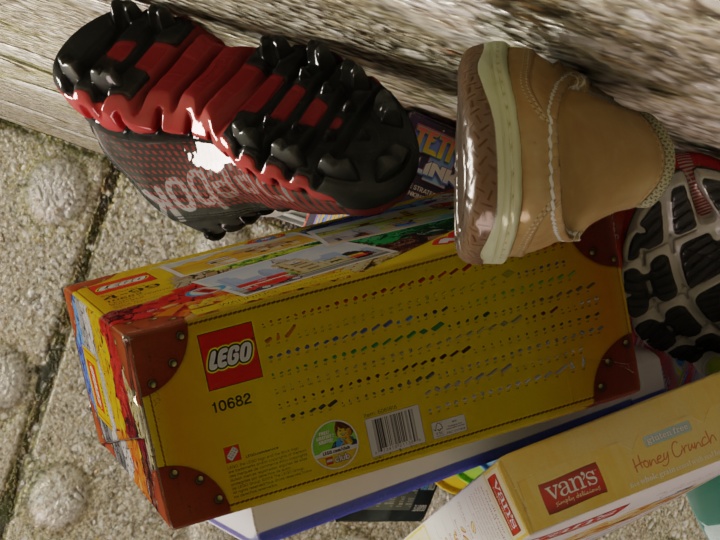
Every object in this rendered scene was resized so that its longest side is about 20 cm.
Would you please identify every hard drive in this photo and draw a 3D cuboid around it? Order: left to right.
[{"bbox_3d":[0.016,0.067,0.759,0.199,0.026,0.132,-16,-169,-25],"label":"hard drive"}]

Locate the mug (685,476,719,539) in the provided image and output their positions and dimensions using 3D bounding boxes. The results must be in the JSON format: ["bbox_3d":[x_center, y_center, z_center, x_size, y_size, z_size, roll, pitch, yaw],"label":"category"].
[{"bbox_3d":[0.284,0.094,1.090,0.114,0.187,0.151,-22,160,39],"label":"mug"}]

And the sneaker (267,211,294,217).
[{"bbox_3d":[-0.055,-0.070,0.925,0.084,0.073,0.200,-5,-159,-27],"label":"sneaker"}]

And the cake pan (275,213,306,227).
[{"bbox_3d":[-0.057,-0.068,1.988,0.199,0.037,0.200,18,179,0],"label":"cake pan"}]

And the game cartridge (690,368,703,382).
[{"bbox_3d":[0.276,0.072,0.904,0.198,0.134,0.042,17,179,4],"label":"game cartridge"}]

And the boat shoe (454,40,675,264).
[{"bbox_3d":[0.072,-0.042,0.593,0.075,0.072,0.200,4,-170,6],"label":"boat shoe"}]

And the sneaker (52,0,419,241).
[{"bbox_3d":[-0.049,-0.056,0.770,0.199,0.071,0.098,20,146,35],"label":"sneaker"}]

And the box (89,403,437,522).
[{"bbox_3d":[-0.047,0.097,1.008,0.158,0.046,0.200,22,179,17],"label":"box"}]

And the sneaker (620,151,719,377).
[{"bbox_3d":[0.158,-0.004,0.768,0.077,0.085,0.200,-24,146,15],"label":"sneaker"}]

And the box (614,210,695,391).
[{"bbox_3d":[0.130,0.027,0.945,0.099,0.096,0.200,18,164,22],"label":"box"}]

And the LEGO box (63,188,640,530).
[{"bbox_3d":[-0.008,0.027,0.707,0.198,0.078,0.149,-15,-169,-17],"label":"LEGO box"}]

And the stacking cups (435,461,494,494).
[{"bbox_3d":[0.091,0.085,0.917,0.060,0.061,0.200,18,165,-13],"label":"stacking cups"}]

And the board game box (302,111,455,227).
[{"bbox_3d":[0.000,0.000,0.959,0.056,0.167,0.200,20,178,-11],"label":"board game box"}]

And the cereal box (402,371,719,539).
[{"bbox_3d":[0.103,0.099,0.776,0.143,0.040,0.200,-19,166,-17],"label":"cereal box"}]
